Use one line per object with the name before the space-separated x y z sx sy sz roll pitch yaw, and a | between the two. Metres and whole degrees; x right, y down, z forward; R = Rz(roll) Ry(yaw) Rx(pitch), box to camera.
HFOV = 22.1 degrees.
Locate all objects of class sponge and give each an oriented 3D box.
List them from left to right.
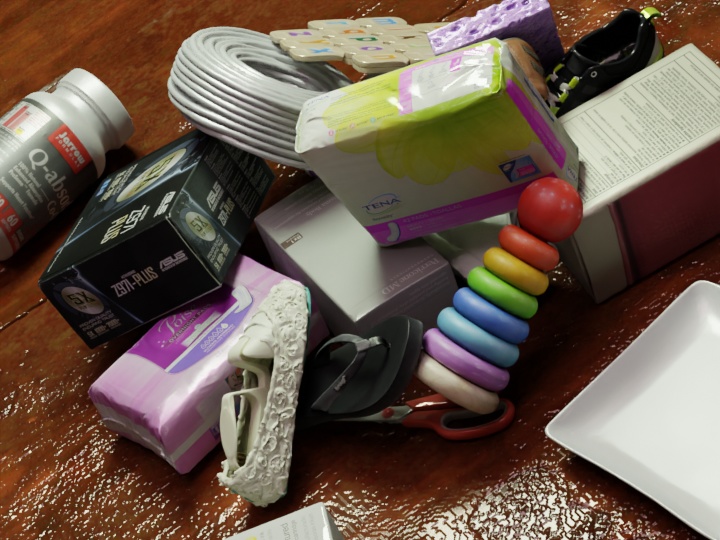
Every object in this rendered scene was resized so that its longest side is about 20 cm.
sponge | 0.137 -0.179 1.703 0.112 0.200 0.030 -24 62 4

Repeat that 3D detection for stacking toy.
stacking toy | 0.123 0.016 1.520 0.085 0.085 0.200 37 99 45

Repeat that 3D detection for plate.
plate | 0.282 0.113 1.461 0.200 0.032 0.200 -42 44 -18

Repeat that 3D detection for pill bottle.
pill bottle | -0.341 -0.114 1.930 0.116 0.116 0.200 27 63 42

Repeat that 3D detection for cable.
cable | -0.081 -0.161 1.731 0.200 0.069 0.200 31 21 23

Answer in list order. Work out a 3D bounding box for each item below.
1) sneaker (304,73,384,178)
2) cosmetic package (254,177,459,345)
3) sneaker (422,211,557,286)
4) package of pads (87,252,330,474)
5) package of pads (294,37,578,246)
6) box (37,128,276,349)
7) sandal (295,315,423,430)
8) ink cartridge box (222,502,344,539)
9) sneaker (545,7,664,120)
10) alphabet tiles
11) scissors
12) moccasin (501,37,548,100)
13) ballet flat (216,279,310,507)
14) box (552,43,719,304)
sneaker | 0.030 -0.150 1.833 0.200 0.081 0.083 -34 55 4
cosmetic package | 0.000 0.000 1.672 0.107 0.090 0.200 -33 39 -14
sneaker | 0.098 -0.042 1.669 0.088 0.075 0.200 -47 54 -3
package of pads | -0.138 0.082 1.663 0.120 0.076 0.200 25 61 42
package of pads | 0.063 -0.104 1.549 0.200 0.155 0.068 -16 48 26
box | -0.189 -0.039 1.738 0.164 0.086 0.200 -24 24 28
sandal | -0.022 0.091 1.558 0.200 0.043 0.076 -29 47 42
ink cartridge box | -0.095 0.288 1.429 0.200 0.083 0.145 -22 42 5
sneaker | 0.186 -0.172 1.655 0.200 0.083 0.072 -38 58 -6
alphabet tiles | 0.019 -0.217 1.767 0.196 0.015 0.200 -5 19 -15
scissors | 0.035 0.127 1.579 0.200 0.014 0.073 -13 44 12
moccasin | 0.078 -0.128 1.643 0.201 0.074 0.078 -25 64 19
ballet flat | -0.084 0.099 1.567 0.072 0.072 0.200 -2 74 25
box | 0.250 -0.086 1.619 0.200 0.109 0.128 -30 43 -4
